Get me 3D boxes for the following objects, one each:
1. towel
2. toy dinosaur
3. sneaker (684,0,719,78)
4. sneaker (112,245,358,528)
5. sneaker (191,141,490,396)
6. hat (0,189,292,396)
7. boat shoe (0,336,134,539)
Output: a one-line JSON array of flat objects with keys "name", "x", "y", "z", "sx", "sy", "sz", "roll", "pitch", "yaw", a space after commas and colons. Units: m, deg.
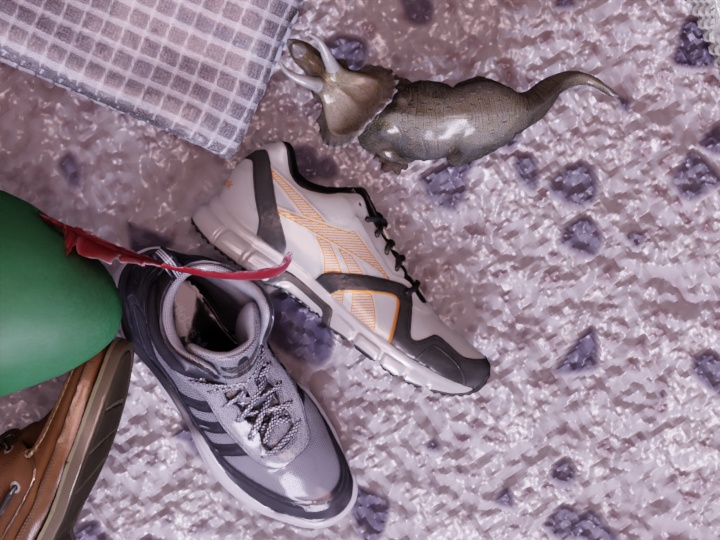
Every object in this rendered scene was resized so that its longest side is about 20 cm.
[{"name": "towel", "x": -0.131, "y": -0.175, "z": 1.585, "sx": 0.199, "sy": 0.086, "sz": 0.166, "roll": 23, "pitch": 94, "yaw": -3}, {"name": "toy dinosaur", "x": 0.050, "y": -0.087, "z": 1.588, "sx": 0.199, "sy": 0.102, "sz": 0.078, "roll": 8, "pitch": 95, "yaw": -1}, {"name": "sneaker", "x": 0.247, "y": -0.167, "z": 1.608, "sx": 0.099, "sy": 0.070, "sz": 0.201, "roll": -25, "pitch": 99, "yaw": -6}, {"name": "sneaker", "x": -0.068, "y": 0.068, "z": 1.588, "sx": 0.075, "sy": 0.114, "sz": 0.200, "roll": -40, "pitch": 93, "yaw": -15}, {"name": "sneaker", "x": 0.000, "y": 0.000, "z": 1.611, "sx": 0.200, "sy": 0.074, "sz": 0.080, "roll": 36, "pitch": 92, "yaw": -5}, {"name": "hat", "x": -0.146, "y": 0.009, "z": 1.563, "sx": 0.175, "sy": 0.200, "sz": 0.166, "roll": -6, "pitch": 127, "yaw": -12}, {"name": "boat shoe", "x": -0.193, "y": 0.123, "z": 1.609, "sx": 0.068, "sy": 0.072, "sz": 0.201, "roll": 23, "pitch": 102, "yaw": 9}]
